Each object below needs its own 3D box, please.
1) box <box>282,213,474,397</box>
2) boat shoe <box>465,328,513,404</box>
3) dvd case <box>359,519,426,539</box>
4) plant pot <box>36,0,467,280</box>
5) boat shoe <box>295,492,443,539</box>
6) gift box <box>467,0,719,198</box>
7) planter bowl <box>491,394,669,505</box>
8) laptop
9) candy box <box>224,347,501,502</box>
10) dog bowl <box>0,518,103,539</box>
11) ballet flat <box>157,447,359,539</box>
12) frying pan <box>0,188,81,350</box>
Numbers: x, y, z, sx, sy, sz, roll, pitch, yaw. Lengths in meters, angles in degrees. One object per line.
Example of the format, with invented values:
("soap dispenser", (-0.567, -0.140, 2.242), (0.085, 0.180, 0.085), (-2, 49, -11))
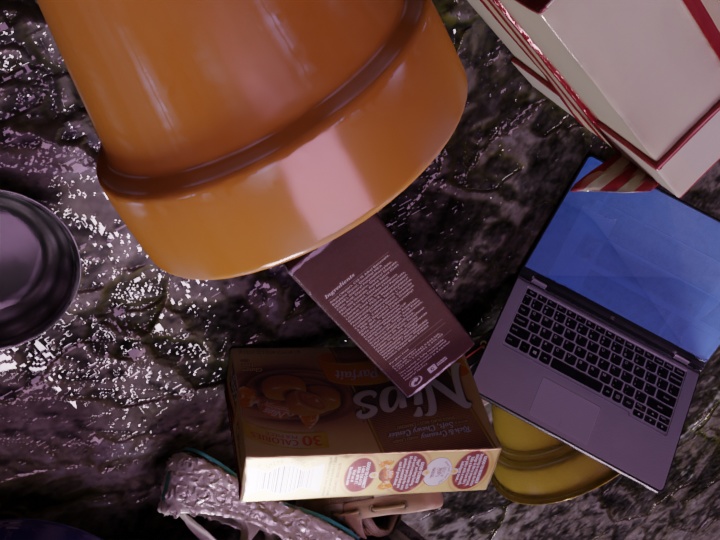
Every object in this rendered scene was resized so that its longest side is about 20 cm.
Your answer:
("box", (0.000, 0.000, 0.698), (0.075, 0.100, 0.200), (-39, 140, 3))
("boat shoe", (0.054, 0.123, 0.881), (0.201, 0.063, 0.074), (-32, 170, 14))
("dvd case", (-0.030, 0.309, 0.893), (0.016, 0.149, 0.200), (43, 79, -21))
("plant pot", (-0.072, -0.130, 0.476), (0.200, 0.200, 0.184), (-33, 123, -3))
("boat shoe", (0.003, 0.214, 0.872), (0.071, 0.065, 0.200), (-7, 159, -35))
("gift box", (0.149, -0.163, 0.542), (0.200, 0.185, 0.186), (-44, 130, 14))
("planter bowl", (0.188, 0.119, 0.909), (0.200, 0.200, 0.084), (-36, 107, -1))
("laptop", (0.223, 0.045, 0.809), (0.201, 0.186, 0.116), (-60, 176, -29))
("candy box", (-0.002, 0.117, 0.756), (0.199, 0.116, 0.056), (1, 129, -16))
("dog bowl", (-0.259, 0.292, 0.739), (0.199, 0.079, 0.201), (0, 118, 1))
("ballet flat", (-0.090, 0.222, 0.820), (0.200, 0.072, 0.072), (34, 106, -23))
("frying pan", (-0.256, -0.017, 0.558), (0.190, 0.031, 0.115), (30, 105, -35))
